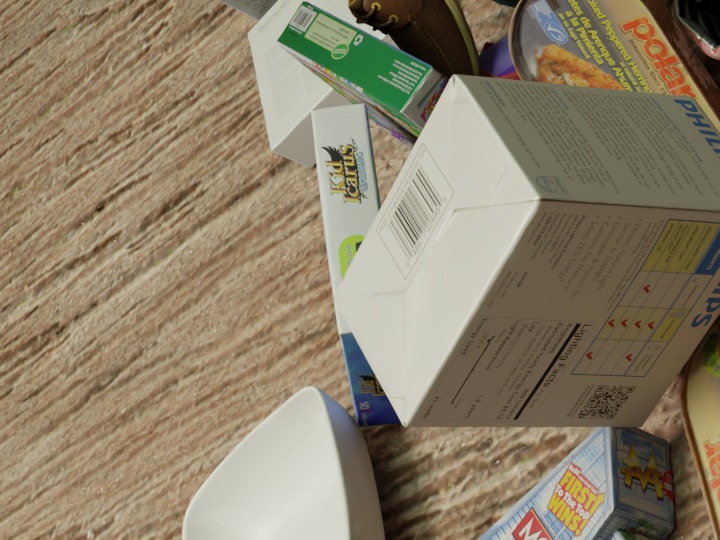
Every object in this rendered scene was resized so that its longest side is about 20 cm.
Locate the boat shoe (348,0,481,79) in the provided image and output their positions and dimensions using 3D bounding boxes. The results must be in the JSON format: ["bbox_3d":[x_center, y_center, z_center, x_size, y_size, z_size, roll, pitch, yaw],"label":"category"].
[{"bbox_3d":[0.019,-0.211,1.787,0.067,0.201,0.072,-36,8,-25],"label":"boat shoe"}]

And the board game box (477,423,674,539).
[{"bbox_3d":[0.152,0.212,1.569,0.200,0.061,0.200,-56,36,17],"label":"board game box"}]

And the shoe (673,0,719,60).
[{"bbox_3d":[0.263,-0.211,1.626,0.071,0.091,0.201,-39,44,34],"label":"shoe"}]

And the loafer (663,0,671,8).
[{"bbox_3d":[0.178,-0.154,1.661,0.068,0.075,0.201,-65,-13,-50],"label":"loafer"}]

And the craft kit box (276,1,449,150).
[{"bbox_3d":[0.056,-0.111,1.755,0.049,0.197,0.200,-56,35,1],"label":"craft kit box"}]

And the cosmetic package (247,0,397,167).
[{"bbox_3d":[-0.012,-0.210,2.029,0.200,0.052,0.151,-43,44,31],"label":"cosmetic package"}]

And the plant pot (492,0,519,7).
[{"bbox_3d":[0.150,-0.270,1.778,0.200,0.141,0.142,28,94,50],"label":"plant pot"}]

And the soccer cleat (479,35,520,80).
[{"bbox_3d":[0.153,-0.169,1.779,0.200,0.067,0.077,-23,49,49],"label":"soccer cleat"}]

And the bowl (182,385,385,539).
[{"bbox_3d":[-0.052,0.218,1.821,0.200,0.074,0.200,-44,37,29],"label":"bowl"}]

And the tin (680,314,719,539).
[{"bbox_3d":[0.264,0.108,1.485,0.112,0.042,0.201,-37,45,31],"label":"tin"}]

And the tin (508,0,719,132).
[{"bbox_3d":[0.184,-0.124,1.610,0.112,0.200,0.042,-23,19,37],"label":"tin"}]

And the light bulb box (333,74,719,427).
[{"bbox_3d":[0.123,-0.008,1.497,0.199,0.199,0.125,-60,43,34],"label":"light bulb box"}]

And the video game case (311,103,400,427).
[{"bbox_3d":[0.000,0.000,1.773,0.200,0.045,0.182,81,-178,-66],"label":"video game case"}]

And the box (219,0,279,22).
[{"bbox_3d":[-0.107,-0.321,2.166,0.102,0.112,0.200,-54,36,18],"label":"box"}]
